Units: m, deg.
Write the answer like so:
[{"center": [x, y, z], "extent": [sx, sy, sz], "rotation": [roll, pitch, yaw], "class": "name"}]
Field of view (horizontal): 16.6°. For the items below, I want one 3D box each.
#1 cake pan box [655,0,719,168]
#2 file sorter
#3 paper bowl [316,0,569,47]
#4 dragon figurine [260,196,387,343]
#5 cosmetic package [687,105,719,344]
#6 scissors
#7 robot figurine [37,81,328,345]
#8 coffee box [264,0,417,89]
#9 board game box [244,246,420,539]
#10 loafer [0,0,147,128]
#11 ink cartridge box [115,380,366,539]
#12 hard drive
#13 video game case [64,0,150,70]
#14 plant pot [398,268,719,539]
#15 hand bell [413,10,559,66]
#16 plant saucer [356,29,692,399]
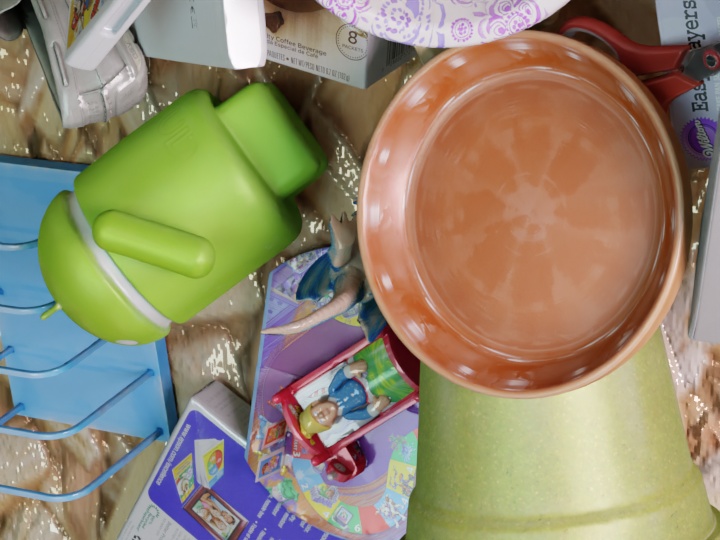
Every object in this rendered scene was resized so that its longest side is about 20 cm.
[{"center": [0.248, -0.148, 1.309], "extent": [0.183, 0.052, 0.201], "rotation": [1, 116, 21], "class": "cake pan box"}, {"center": [-0.225, 0.040, 1.688], "extent": [0.138, 0.123, 0.201], "rotation": [7, 117, 29], "class": "file sorter"}, {"center": [0.043, -0.228, 1.311], "extent": [0.199, 0.104, 0.202], "rotation": [1, 113, 1], "class": "paper bowl"}, {"center": [0.000, 0.000, 1.473], "extent": [0.059, 0.200, 0.100], "rotation": [29, 142, 2], "class": "dragon figurine"}, {"center": [0.231, -0.044, 1.274], "extent": [0.106, 0.091, 0.200], "rotation": [8, 146, 5], "class": "cosmetic package"}, {"center": [0.181, -0.104, 1.309], "extent": [0.199, 0.014, 0.074], "rotation": [1, 112, 43], "class": "scissors"}, {"center": [-0.118, -0.034, 1.557], "extent": [0.200, 0.175, 0.116], "rotation": [-37, 91, 7], "class": "robot figurine"}, {"center": [-0.020, -0.223, 1.446], "extent": [0.113, 0.080, 0.201], "rotation": [19, 122, 25], "class": "coffee box"}, {"center": [-0.005, 0.087, 1.594], "extent": [0.157, 0.039, 0.201], "rotation": [16, 110, 21], "class": "board game box"}, {"center": [-0.207, -0.177, 1.571], "extent": [0.200, 0.070, 0.070], "rotation": [56, 162, 22], "class": "loafer"}, {"center": [-0.070, 0.207, 1.722], "extent": [0.200, 0.043, 0.199], "rotation": [39, 128, 12], "class": "ink cartridge box"}, {"center": [-0.104, -0.190, 1.466], "extent": [0.200, 0.027, 0.133], "rotation": [-162, 65, -67], "class": "hard drive"}, {"center": [-0.123, -0.241, 1.426], "extent": [0.023, 0.201, 0.182], "rotation": [13, 153, -23], "class": "video game case"}, {"center": [0.109, 0.075, 1.461], "extent": [0.199, 0.200, 0.185], "rotation": [1, 103, 33], "class": "plant pot"}, {"center": [0.129, -0.174, 1.386], "extent": [0.199, 0.104, 0.105], "rotation": [-17, 104, 25], "class": "hand bell"}, {"center": [0.090, -0.031, 1.359], "extent": [0.199, 0.032, 0.202], "rotation": [1, 93, 30], "class": "plant saucer"}]
